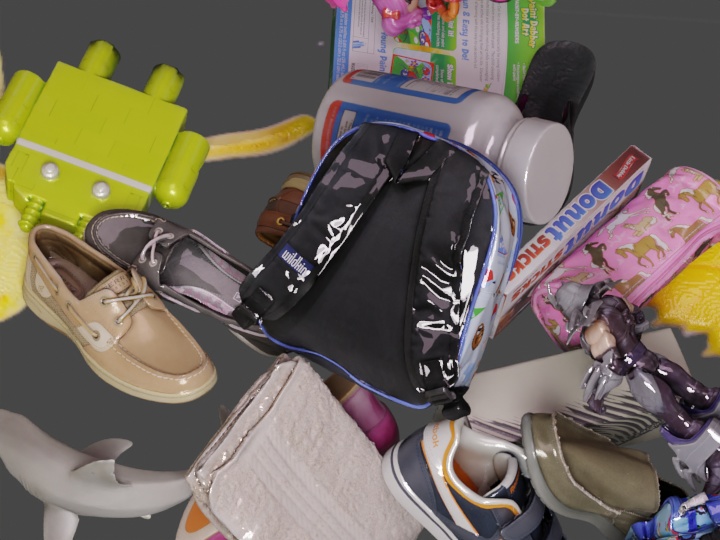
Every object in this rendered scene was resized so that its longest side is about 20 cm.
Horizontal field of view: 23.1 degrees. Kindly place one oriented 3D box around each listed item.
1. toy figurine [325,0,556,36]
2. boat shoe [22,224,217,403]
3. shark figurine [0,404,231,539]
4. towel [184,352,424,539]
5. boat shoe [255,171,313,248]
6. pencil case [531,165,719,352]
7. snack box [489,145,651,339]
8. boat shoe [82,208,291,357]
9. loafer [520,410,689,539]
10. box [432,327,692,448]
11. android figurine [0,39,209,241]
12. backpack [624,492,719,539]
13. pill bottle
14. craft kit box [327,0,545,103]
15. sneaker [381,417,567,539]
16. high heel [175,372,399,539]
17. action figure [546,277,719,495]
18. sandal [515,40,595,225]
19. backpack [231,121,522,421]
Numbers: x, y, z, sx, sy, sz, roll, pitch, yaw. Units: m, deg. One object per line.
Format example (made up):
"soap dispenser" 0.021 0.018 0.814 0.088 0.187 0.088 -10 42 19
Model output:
"toy figurine" 0.050 -0.278 1.564 0.183 0.150 0.201 -33 95 -12
"boat shoe" -0.192 0.033 1.368 0.199 0.065 0.071 31 45 26
"shark figurine" -0.170 0.148 1.327 0.212 0.090 0.129 -3 63 -11
"towel" -0.034 0.170 1.300 0.133 0.034 0.200 -53 122 -23
"boat shoe" 0.000 0.000 1.457 0.199 0.072 0.068 35 65 17
"pencil case" 0.235 -0.009 1.499 0.086 0.083 0.200 42 61 14
"snack box" 0.173 -0.025 1.500 0.024 0.072 0.200 39 61 18
"boat shoe" -0.128 0.002 1.415 0.199 0.057 0.067 29 68 -5
"loafer" 0.190 0.154 1.342 0.200 0.069 0.076 34 39 -43
"box" 0.164 0.110 1.418 0.198 0.082 0.069 -13 65 -16
"android figurine" -0.224 -0.103 1.486 0.180 0.041 0.201 22 57 1
"backpack" 0.235 0.250 1.300 0.198 0.183 0.136 -9 60 -6
"pill bottle" 0.068 -0.096 1.447 0.198 0.113 0.113 15 54 32
"craft kit box" 0.070 -0.213 1.606 0.195 0.049 0.202 7 60 -5
"sneaker" 0.110 0.190 1.323 0.200 0.079 0.079 42 35 -15
"high heel" -0.052 0.168 1.357 0.200 0.096 0.067 -45 38 -22
"action figure" 0.215 0.079 1.344 0.200 0.069 0.130 43 38 3
"sandal" 0.154 -0.128 1.515 0.075 0.048 0.202 8 56 12
"backpack" 0.034 -0.011 1.330 0.199 0.154 0.192 24 102 15
